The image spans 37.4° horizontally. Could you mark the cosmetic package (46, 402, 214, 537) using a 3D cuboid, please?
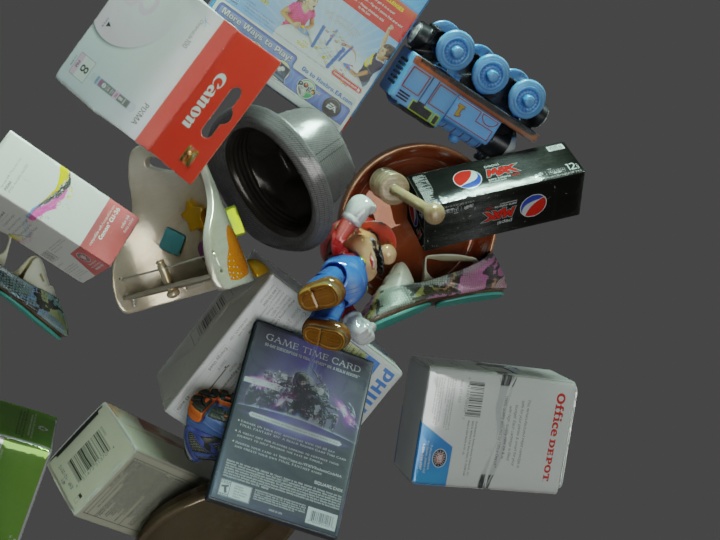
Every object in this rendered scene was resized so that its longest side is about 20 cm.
[{"bbox_3d":[-0.241,0.239,1.206,0.103,0.087,0.200,-46,141,1],"label":"cosmetic package"}]

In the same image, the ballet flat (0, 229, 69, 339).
[{"bbox_3d":[-0.390,-0.003,1.168,0.200,0.074,0.074,39,92,-23],"label":"ballet flat"}]

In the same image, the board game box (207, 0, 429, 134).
[{"bbox_3d":[-0.052,-0.289,1.181,0.200,0.056,0.196,34,94,-19],"label":"board game box"}]

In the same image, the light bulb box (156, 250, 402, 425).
[{"bbox_3d":[-0.097,0.120,1.239,0.200,0.125,0.199,38,92,-21],"label":"light bulb box"}]

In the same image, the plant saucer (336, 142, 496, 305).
[{"bbox_3d":[0.068,-0.055,1.284,0.199,0.032,0.202,-4,106,-13],"label":"plant saucer"}]

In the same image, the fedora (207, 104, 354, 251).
[{"bbox_3d":[-0.077,-0.115,1.173,0.090,0.200,0.177,-37,97,-29],"label":"fedora"}]

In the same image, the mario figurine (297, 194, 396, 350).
[{"bbox_3d":[0.000,0.000,1.165,0.106,0.200,0.124,32,123,-4],"label":"mario figurine"}]

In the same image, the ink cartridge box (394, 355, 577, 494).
[{"bbox_3d":[0.156,0.193,1.335,0.199,0.086,0.147,7,95,-17],"label":"ink cartridge box"}]

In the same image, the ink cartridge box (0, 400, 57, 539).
[{"bbox_3d":[-0.394,0.252,1.159,0.075,0.200,0.149,19,99,-18],"label":"ink cartridge box"}]

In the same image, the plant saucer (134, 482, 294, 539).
[{"bbox_3d":[-0.165,0.295,1.206,0.199,0.030,0.201,-16,142,-13],"label":"plant saucer"}]

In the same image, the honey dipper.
[{"bbox_3d":[0.050,-0.080,1.151,0.038,0.200,0.038,-3,104,-13],"label":"honey dipper"}]

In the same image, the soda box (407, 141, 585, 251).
[{"bbox_3d":[0.156,-0.087,1.237,0.199,0.063,0.071,-13,135,-10],"label":"soda box"}]

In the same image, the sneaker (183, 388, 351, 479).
[{"bbox_3d":[-0.103,0.194,1.162,0.199,0.075,0.079,22,112,-13],"label":"sneaker"}]

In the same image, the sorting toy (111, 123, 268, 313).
[{"bbox_3d":[-0.194,-0.061,1.160,0.107,0.199,0.181,-18,94,-43],"label":"sorting toy"}]

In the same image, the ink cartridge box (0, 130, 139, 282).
[{"bbox_3d":[-0.347,-0.075,1.124,0.200,0.116,0.068,36,65,-20],"label":"ink cartridge box"}]

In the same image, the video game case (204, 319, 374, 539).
[{"bbox_3d":[-0.070,0.165,1.118,0.142,0.019,0.201,21,60,-15],"label":"video game case"}]

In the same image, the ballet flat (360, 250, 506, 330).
[{"bbox_3d":[0.078,0.019,1.260,0.199,0.069,0.072,-15,80,-18],"label":"ballet flat"}]

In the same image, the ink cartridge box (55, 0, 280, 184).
[{"bbox_3d":[-0.204,-0.211,1.105,0.163,0.200,0.057,-53,150,3],"label":"ink cartridge box"}]

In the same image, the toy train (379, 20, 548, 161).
[{"bbox_3d":[0.124,-0.205,1.236,0.199,0.087,0.115,29,105,-21],"label":"toy train"}]
